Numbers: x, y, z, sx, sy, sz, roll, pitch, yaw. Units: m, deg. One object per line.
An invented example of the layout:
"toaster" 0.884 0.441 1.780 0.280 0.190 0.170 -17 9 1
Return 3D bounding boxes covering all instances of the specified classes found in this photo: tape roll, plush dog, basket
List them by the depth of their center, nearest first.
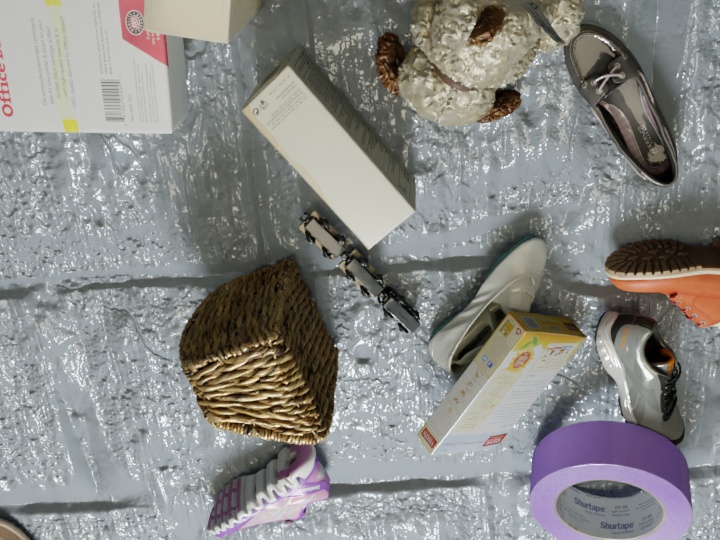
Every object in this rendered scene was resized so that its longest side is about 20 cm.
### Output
"plush dog" 0.106 -0.217 0.818 0.197 0.163 0.173 22 141 -6
"basket" -0.116 0.107 0.934 0.140 0.201 0.151 -20 114 10
"tape roll" 0.316 0.280 1.037 0.195 0.066 0.203 9 133 9

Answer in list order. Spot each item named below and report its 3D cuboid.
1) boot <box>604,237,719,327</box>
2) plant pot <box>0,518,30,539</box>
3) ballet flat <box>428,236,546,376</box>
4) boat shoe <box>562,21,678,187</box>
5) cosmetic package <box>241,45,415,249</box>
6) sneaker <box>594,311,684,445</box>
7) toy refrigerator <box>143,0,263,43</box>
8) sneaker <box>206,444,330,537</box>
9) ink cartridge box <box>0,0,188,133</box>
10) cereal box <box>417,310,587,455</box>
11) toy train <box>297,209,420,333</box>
"boot" 0.380 0.023 0.948 0.195 0.076 0.109 0 120 1
"plant pot" -0.576 0.466 1.149 0.173 0.202 0.201 -28 113 35
"ballet flat" 0.161 0.051 0.968 0.069 0.070 0.200 36 112 -14
"boat shoe" 0.284 -0.174 0.864 0.066 0.057 0.201 -33 110 17
"cosmetic package" -0.028 -0.133 0.872 0.073 0.104 0.200 -36 108 19
"sneaker" 0.354 0.137 0.985 0.078 0.074 0.202 -5 124 48
"toy refrigerator" -0.139 -0.271 0.757 0.074 0.201 0.071 8 116 -1
"sneaker" -0.120 0.314 1.104 0.198 0.081 0.089 -34 117 16
"ink cartridge box" -0.289 -0.226 0.849 0.195 0.084 0.148 2 115 1
"cereal box" 0.171 0.139 0.986 0.142 0.040 0.202 8 124 -47
"toy train" 0.000 0.000 0.966 0.034 0.046 0.200 -43 110 7
